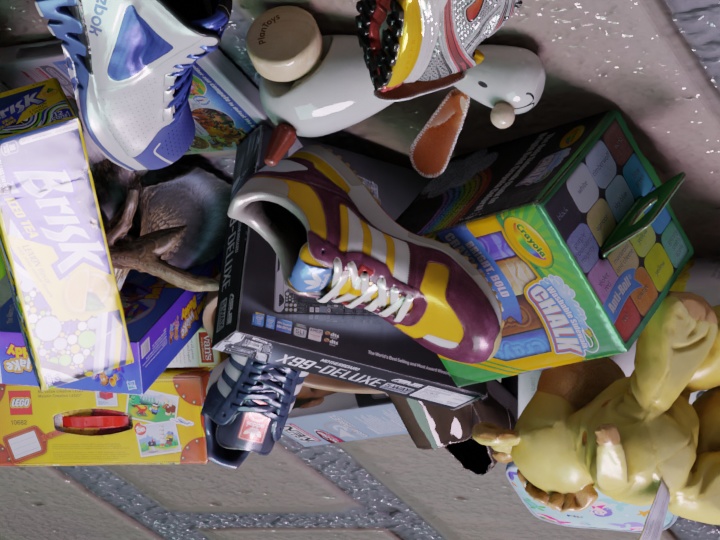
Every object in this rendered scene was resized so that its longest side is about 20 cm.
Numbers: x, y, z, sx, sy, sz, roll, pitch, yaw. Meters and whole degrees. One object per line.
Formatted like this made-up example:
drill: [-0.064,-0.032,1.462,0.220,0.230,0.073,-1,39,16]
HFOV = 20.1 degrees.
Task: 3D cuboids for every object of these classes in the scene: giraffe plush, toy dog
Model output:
giraffe plush: [0.180,0.114,1.433,0.162,0.200,0.173,0,133,50]
toy dog: [0.010,-0.108,1.317,0.199,0.097,0.132,-6,151,33]

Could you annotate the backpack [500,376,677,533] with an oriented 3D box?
backpack: [0.207,0.137,1.712,0.176,0.152,0.200,2,159,17]

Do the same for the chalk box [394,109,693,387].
chalk box: [0.135,-0.018,1.376,0.199,0.125,0.124,-13,115,44]

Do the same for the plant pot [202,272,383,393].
plant pot: [-0.019,0.015,1.596,0.199,0.093,0.201,7,155,3]

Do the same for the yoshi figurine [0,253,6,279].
yoshi figurine: [-0.278,-0.069,1.404,0.112,0.112,0.201,22,139,47]

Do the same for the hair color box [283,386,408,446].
hair color box: [0.014,0.084,1.723,0.199,0.100,0.061,-12,147,41]

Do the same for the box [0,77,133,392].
box: [-0.209,-0.023,1.369,0.070,0.064,0.201,-17,126,-13]

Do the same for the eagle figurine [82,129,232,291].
eagle figurine: [-0.178,-0.033,1.529,0.151,0.200,0.152,-41,100,12]

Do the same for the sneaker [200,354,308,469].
sneaker: [-0.074,0.091,1.560,0.075,0.085,0.200,16,148,-9]

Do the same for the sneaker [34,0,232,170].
sneaker: [-0.127,-0.143,1.299,0.114,0.081,0.200,1,141,19]

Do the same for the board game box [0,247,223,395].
board game box: [-0.200,0.032,1.611,0.134,0.200,0.045,4,113,15]

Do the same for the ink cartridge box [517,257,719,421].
ink cartridge box: [0.222,0.067,1.526,0.199,0.146,0.083,3,-167,16]

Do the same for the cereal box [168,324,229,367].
cereal box: [-0.171,0.055,1.732,0.199,0.040,0.144,0,-173,26]

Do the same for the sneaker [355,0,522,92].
sneaker: [0.057,-0.185,1.171,0.082,0.078,0.200,-8,151,-20]

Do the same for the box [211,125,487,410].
box: [0.000,0.000,1.456,0.199,0.159,0.050,16,157,-23]

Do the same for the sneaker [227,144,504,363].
sneaker: [0.001,0.003,1.338,0.200,0.090,0.075,38,133,18]

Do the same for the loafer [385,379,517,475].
loafer: [0.062,0.101,1.555,0.073,0.072,0.200,-11,148,36]

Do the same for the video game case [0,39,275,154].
video game case: [-0.167,-0.123,1.457,0.199,0.018,0.143,-3,151,30]

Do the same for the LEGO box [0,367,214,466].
LEGO box: [-0.204,0.114,1.764,0.199,0.078,0.149,-2,-171,15]
